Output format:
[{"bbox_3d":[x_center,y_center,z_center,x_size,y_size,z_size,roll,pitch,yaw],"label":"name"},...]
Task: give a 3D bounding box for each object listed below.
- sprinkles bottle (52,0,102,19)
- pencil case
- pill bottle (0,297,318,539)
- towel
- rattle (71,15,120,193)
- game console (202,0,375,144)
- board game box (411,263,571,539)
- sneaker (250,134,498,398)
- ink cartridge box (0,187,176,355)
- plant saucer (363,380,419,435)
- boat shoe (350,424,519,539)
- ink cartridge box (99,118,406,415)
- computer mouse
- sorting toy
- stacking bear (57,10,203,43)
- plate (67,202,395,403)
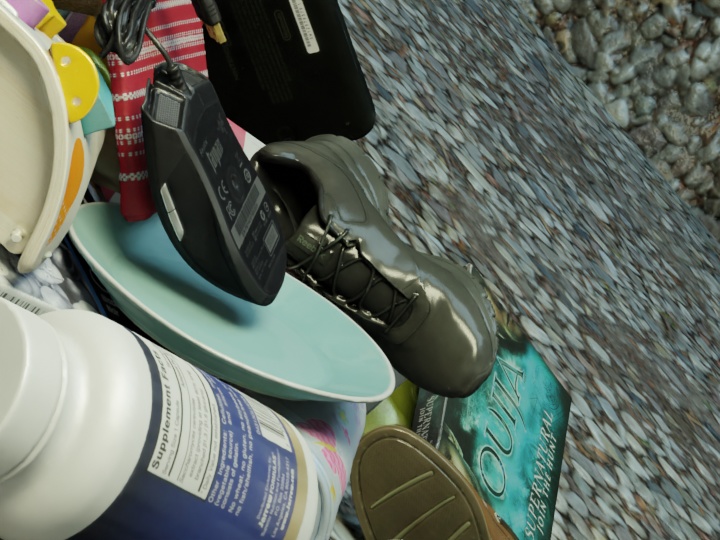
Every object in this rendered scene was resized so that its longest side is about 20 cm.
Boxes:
[{"bbox_3d":[-0.233,-0.191,1.620,0.198,0.069,0.068,10,23,-9],"label":"sprinkles bottle"},{"bbox_3d":[-0.046,0.096,1.566,0.091,0.083,0.200,51,14,-10],"label":"pencil case"},{"bbox_3d":[-0.119,0.085,1.323,0.200,0.111,0.111,32,20,-46],"label":"pill bottle"},{"bbox_3d":[-0.119,-0.133,1.603,0.145,0.022,0.202,-36,120,-73],"label":"towel"},{"bbox_3d":[-0.168,-0.125,1.627,0.130,0.143,0.200,42,1,31],"label":"rattle"},{"bbox_3d":[-0.092,-0.184,1.934,0.117,0.175,0.201,-79,153,-55],"label":"game console"},{"bbox_3d":[0.085,0.107,1.870,0.136,0.028,0.201,52,30,-28],"label":"board game box"},{"bbox_3d":[0.000,0.000,1.676,0.200,0.076,0.091,47,22,25],"label":"sneaker"},{"bbox_3d":[-0.200,-0.031,1.533,0.198,0.043,0.200,28,23,-54],"label":"ink cartridge box"},{"bbox_3d":[0.045,0.107,1.919,0.200,0.031,0.200,45,14,-14],"label":"plant saucer"},{"bbox_3d":[0.059,0.173,1.725,0.201,0.072,0.068,55,8,-12],"label":"boat shoe"},{"bbox_3d":[-0.069,-0.004,1.766,0.146,0.083,0.200,35,18,-42],"label":"ink cartridge box"},{"bbox_3d":[-0.094,-0.082,1.543,0.141,0.046,0.201,-76,144,-54],"label":"computer mouse"},{"bbox_3d":[-0.194,-0.114,1.491,0.200,0.107,0.180,43,11,0],"label":"sorting toy"},{"bbox_3d":[-0.206,-0.197,1.835,0.200,0.121,0.114,40,-29,12],"label":"stacking bear"},{"bbox_3d":[-0.073,0.024,1.544,0.199,0.026,0.200,27,15,-8],"label":"plate"}]
